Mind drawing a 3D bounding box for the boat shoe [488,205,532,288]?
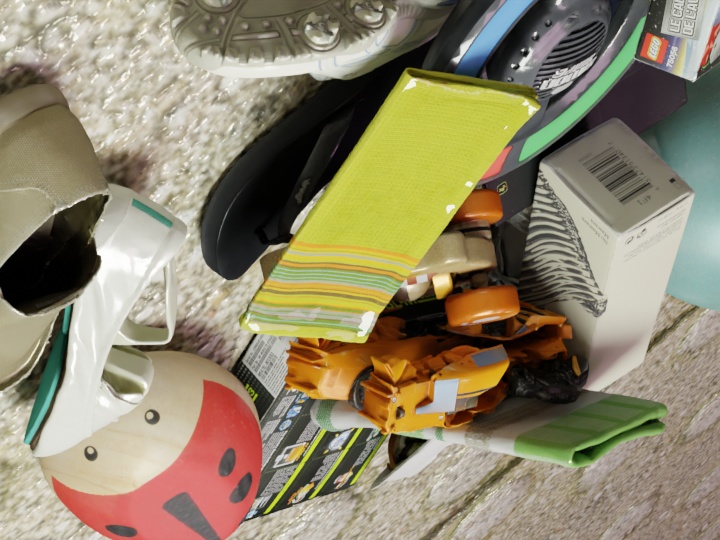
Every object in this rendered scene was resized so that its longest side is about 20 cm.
[{"bbox_3d":[0.133,-0.007,1.269,0.072,0.070,0.201,-52,160,-2],"label":"boat shoe"}]

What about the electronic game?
[{"bbox_3d":[0.103,-0.122,0.916,0.200,0.042,0.200,-36,157,-18],"label":"electronic game"}]

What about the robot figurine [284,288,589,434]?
[{"bbox_3d":[0.057,0.056,1.109,0.199,0.144,0.059,-12,113,-42],"label":"robot figurine"}]

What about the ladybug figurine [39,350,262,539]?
[{"bbox_3d":[-0.122,0.124,1.071,0.135,0.072,0.200,-34,148,2],"label":"ladybug figurine"}]

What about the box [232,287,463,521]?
[{"bbox_3d":[-0.030,0.095,1.229,0.193,0.048,0.201,-13,142,-52],"label":"box"}]

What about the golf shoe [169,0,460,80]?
[{"bbox_3d":[-0.016,-0.120,0.858,0.199,0.078,0.097,-22,155,-37],"label":"golf shoe"}]

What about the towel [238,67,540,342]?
[{"bbox_3d":[0.012,-0.028,0.903,0.086,0.018,0.200,2,140,-34],"label":"towel"}]

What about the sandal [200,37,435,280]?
[{"bbox_3d":[-0.017,-0.067,0.976,0.200,0.043,0.076,-46,157,8],"label":"sandal"}]

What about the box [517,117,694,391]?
[{"bbox_3d":[0.158,-0.002,1.145,0.068,0.082,0.201,-30,149,-22],"label":"box"}]

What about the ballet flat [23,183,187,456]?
[{"bbox_3d":[-0.137,0.039,0.927,0.069,0.069,0.201,-21,146,-39],"label":"ballet flat"}]

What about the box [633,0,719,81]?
[{"bbox_3d":[0.219,-0.195,0.944,0.200,0.040,0.138,-34,143,-56],"label":"box"}]

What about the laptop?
[{"bbox_3d":[0.157,-0.133,1.047,0.177,0.103,0.201,-32,128,-21],"label":"laptop"}]

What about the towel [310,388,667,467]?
[{"bbox_3d":[0.086,0.100,1.139,0.149,0.199,0.031,-13,107,-53],"label":"towel"}]

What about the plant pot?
[{"bbox_3d":[0.251,-0.060,1.253,0.133,0.201,0.201,-6,146,-10],"label":"plant pot"}]

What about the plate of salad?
[{"bbox_3d":[0.075,0.095,1.327,0.200,0.048,0.200,-42,177,-3],"label":"plate of salad"}]

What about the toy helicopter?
[{"bbox_3d":[0.000,0.000,1.032,0.132,0.080,0.199,-15,171,32],"label":"toy helicopter"}]

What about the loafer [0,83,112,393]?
[{"bbox_3d":[-0.169,0.002,0.829,0.075,0.068,0.201,-24,150,-35],"label":"loafer"}]
